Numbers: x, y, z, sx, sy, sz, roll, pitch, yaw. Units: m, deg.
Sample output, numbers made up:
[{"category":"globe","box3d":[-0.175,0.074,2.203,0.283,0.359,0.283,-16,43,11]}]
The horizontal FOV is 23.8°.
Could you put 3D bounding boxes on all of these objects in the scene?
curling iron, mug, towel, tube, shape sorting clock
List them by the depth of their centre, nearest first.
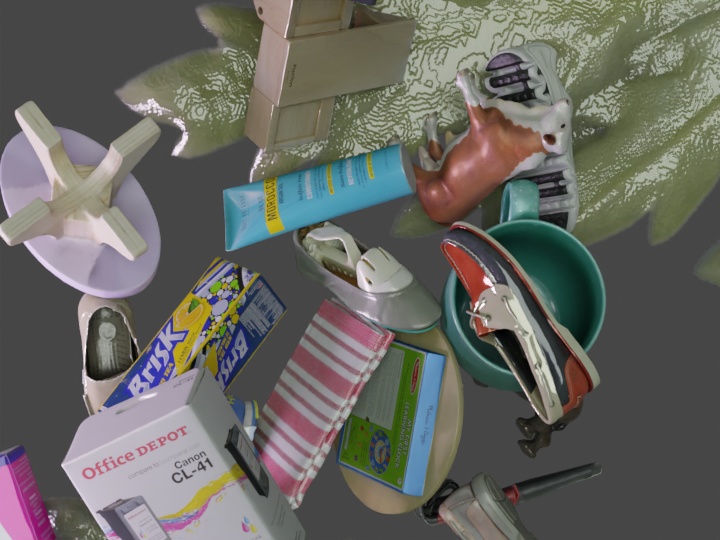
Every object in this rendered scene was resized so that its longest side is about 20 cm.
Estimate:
[{"category":"mug","box3d":[0.160,0.026,1.656,0.151,0.114,0.186,34,74,4]},{"category":"shape sorting clock","box3d":[0.035,0.138,1.679,0.039,0.199,0.202,8,91,-33]},{"category":"towel","box3d":[-0.044,0.129,1.690,0.030,0.146,0.201,29,91,-25]},{"category":"tube","box3d":[-0.044,-0.076,1.707,0.198,0.051,0.078,-16,48,14]},{"category":"curling iron","box3d":[0.150,0.222,1.751,0.198,0.026,0.050,-10,94,-2]}]

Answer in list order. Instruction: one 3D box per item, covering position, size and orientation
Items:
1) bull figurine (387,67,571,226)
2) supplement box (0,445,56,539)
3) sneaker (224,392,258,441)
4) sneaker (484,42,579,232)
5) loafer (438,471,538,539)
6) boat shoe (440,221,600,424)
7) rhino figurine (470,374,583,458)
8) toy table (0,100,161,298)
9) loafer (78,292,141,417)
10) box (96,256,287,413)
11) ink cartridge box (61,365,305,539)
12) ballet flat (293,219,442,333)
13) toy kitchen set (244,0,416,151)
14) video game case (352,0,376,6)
[{"category":"bull figurine","box3d":[0.118,-0.125,1.686,0.200,0.065,0.122,-40,79,35]},{"category":"supplement box","box3d":[-0.357,0.288,1.703,0.100,0.103,0.202,-19,90,-2]},{"category":"sneaker","box3d":[-0.171,0.211,1.707,0.082,0.074,0.201,25,73,-15]},{"category":"sneaker","box3d":[0.189,-0.134,1.725,0.075,0.081,0.202,-1,110,38]},{"category":"loafer","box3d":[0.154,0.295,1.731,0.063,0.072,0.201,-32,103,14]},{"category":"boat shoe","box3d":[0.134,0.046,1.554,0.062,0.071,0.201,-37,88,-17]},{"category":"rhino figurine","box3d":[0.153,0.083,1.731,0.087,0.060,0.201,-34,91,-17]},{"category":"toy table","box3d":[-0.275,-0.073,1.668,0.200,0.117,0.184,38,71,5]},{"category":"loafer","box3d":[-0.246,0.116,1.718,0.075,0.068,0.202,-15,91,-1]},{"category":"box","box3d":[-0.164,0.088,1.682,0.200,0.070,0.064,-53,134,-18]},{"category":"ink cartridge box","box3d":[-0.161,0.213,1.585,0.147,0.086,0.201,-25,109,15]},{"category":"ballet flat","box3d":[0.000,0.000,1.669,0.067,0.199,0.064,-31,128,-28]},{"category":"toy kitchen set","box3d":[-0.062,-0.259,1.726,0.162,0.180,0.201,-15,131,-36]},{"category":"video game case","box3d":[-0.058,-0.316,1.604,0.179,0.201,0.026,14,124,1]}]
